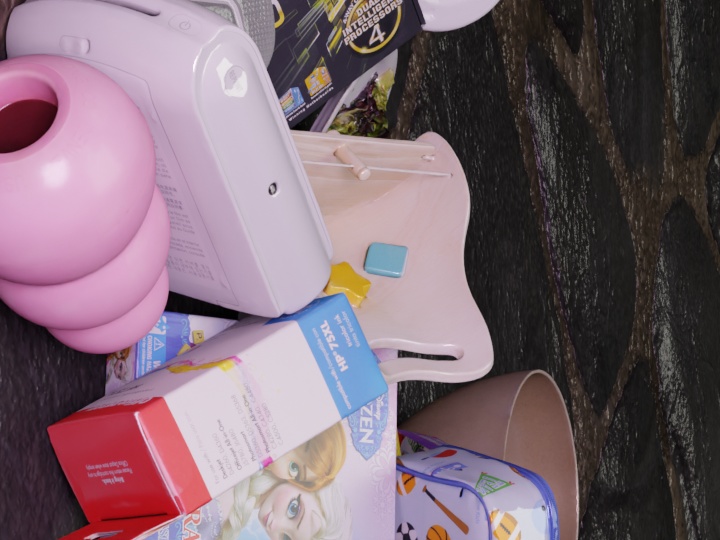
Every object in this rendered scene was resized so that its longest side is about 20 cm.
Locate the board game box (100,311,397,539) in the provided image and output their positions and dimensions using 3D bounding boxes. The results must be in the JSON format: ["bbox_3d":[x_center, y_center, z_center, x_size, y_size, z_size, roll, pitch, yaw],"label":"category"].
[{"bbox_3d":[-0.067,0.134,1.442,0.198,0.041,0.202,7,79,-35],"label":"board game box"}]

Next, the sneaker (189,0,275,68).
[{"bbox_3d":[-0.127,-0.184,1.338,0.200,0.080,0.071,46,59,-28],"label":"sneaker"}]

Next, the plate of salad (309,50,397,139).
[{"bbox_3d":[-0.012,-0.066,1.626,0.201,0.048,0.200,-62,171,-17],"label":"plate of salad"}]

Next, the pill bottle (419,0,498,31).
[{"bbox_3d":[0.027,-0.254,1.662,0.200,0.110,0.112,-132,-158,-58],"label":"pill bottle"}]

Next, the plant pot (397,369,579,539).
[{"bbox_3d":[0.081,0.181,1.816,0.200,0.133,0.202,-3,90,-69],"label":"plant pot"}]

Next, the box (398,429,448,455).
[{"bbox_3d":[0.036,0.223,1.668,0.137,0.039,0.202,-162,-96,-75],"label":"box"}]

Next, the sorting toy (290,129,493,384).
[{"bbox_3d":[0.000,0.000,1.459,0.199,0.107,0.180,2,43,-46],"label":"sorting toy"}]

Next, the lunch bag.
[{"bbox_3d":[0.066,0.220,1.491,0.075,0.160,0.202,-6,100,-35],"label":"lunch bag"}]

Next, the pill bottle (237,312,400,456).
[{"bbox_3d":[-0.029,0.120,1.576,0.112,0.111,0.202,-39,124,-64],"label":"pill bottle"}]

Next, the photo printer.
[{"bbox_3d":[-0.113,-0.076,1.326,0.070,0.166,0.201,-48,135,-31],"label":"photo printer"}]

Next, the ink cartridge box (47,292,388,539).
[{"bbox_3d":[-0.097,0.089,1.331,0.199,0.116,0.068,-29,98,-34],"label":"ink cartridge box"}]

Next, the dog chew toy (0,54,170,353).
[{"bbox_3d":[-0.161,-0.025,1.265,0.201,0.123,0.125,71,25,-54],"label":"dog chew toy"}]

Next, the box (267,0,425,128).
[{"bbox_3d":[-0.065,-0.164,1.453,0.199,0.049,0.162,-37,133,-14],"label":"box"}]
